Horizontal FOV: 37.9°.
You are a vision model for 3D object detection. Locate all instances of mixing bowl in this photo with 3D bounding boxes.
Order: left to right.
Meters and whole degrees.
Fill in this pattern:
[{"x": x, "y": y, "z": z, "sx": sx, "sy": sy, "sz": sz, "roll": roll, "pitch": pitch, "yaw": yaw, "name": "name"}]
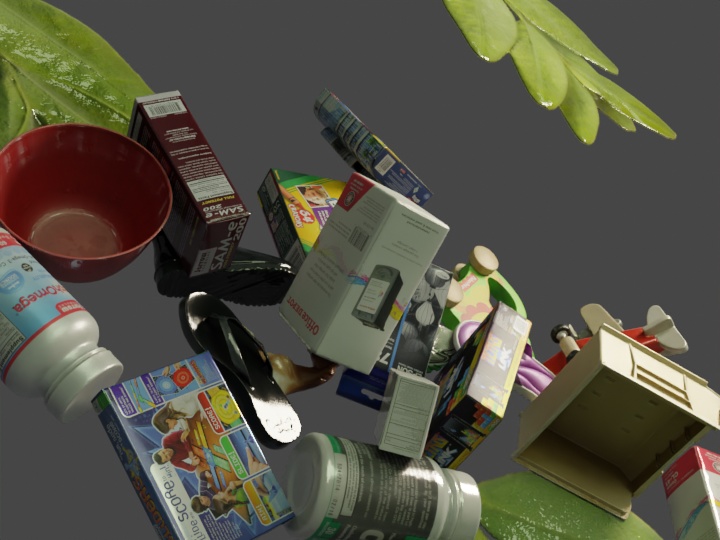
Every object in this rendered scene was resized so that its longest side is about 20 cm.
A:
[{"x": -0.323, "y": -0.060, "z": 1.200, "sx": 0.200, "sy": 0.108, "sz": 0.200, "roll": 11, "pitch": 50, "yaw": -13, "name": "mixing bowl"}]

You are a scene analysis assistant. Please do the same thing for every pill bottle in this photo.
[{"x": -0.340, "y": 0.057, "z": 1.069, "sx": 0.200, "sy": 0.109, "sz": 0.109, "roll": 42, "pitch": 36, "yaw": 10, "name": "pill bottle"}, {"x": 0.023, "y": 0.249, "z": 1.140, "sx": 0.200, "sy": 0.113, "sz": 0.113, "roll": 16, "pitch": 40, "yaw": -24, "name": "pill bottle"}]

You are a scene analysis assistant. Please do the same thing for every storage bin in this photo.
[{"x": 0.337, "y": 0.203, "z": 1.374, "sx": 0.198, "sy": 0.200, "sz": 0.094, "roll": 29, "pitch": 33, "yaw": -8, "name": "storage bin"}]

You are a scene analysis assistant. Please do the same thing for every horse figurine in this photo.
[{"x": -0.125, "y": 0.126, "z": 1.217, "sx": 0.132, "sy": 0.050, "sz": 0.200, "roll": 36, "pitch": 34, "yaw": 10, "name": "horse figurine"}]

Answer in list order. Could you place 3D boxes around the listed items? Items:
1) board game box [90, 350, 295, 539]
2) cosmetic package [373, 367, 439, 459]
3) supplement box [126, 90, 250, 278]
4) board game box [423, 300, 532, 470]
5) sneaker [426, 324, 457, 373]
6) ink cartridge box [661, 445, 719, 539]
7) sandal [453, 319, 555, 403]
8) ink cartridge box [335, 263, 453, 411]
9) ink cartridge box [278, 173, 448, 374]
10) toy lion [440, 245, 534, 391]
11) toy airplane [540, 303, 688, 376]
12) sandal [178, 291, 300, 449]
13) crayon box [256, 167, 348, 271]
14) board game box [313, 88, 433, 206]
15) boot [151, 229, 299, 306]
[{"x": -0.169, "y": 0.192, "z": 1.069, "sx": 0.135, "sy": 0.034, "sz": 0.200, "roll": -18, "pitch": 74, "yaw": -43, "name": "board game box"}, {"x": 0.050, "y": 0.159, "z": 1.192, "sx": 0.051, "sy": 0.083, "sz": 0.200, "roll": 17, "pitch": -3, "yaw": 0, "name": "cosmetic package"}, {"x": -0.211, "y": -0.104, "z": 1.251, "sx": 0.061, "sy": 0.109, "sz": 0.200, "roll": -16, "pitch": 62, "yaw": -31, "name": "supplement box"}, {"x": 0.128, "y": 0.154, "z": 1.289, "sx": 0.057, "sy": 0.165, "sz": 0.200, "roll": 35, "pitch": 35, "yaw": -3, "name": "board game box"}, {"x": 0.051, "y": 0.073, "z": 1.390, "sx": 0.200, "sy": 0.085, "sz": 0.078, "roll": 20, "pitch": 38, "yaw": -21, "name": "sneaker"}, {"x": 0.507, "y": 0.358, "z": 1.432, "sx": 0.147, "sy": 0.086, "sz": 0.200, "roll": 25, "pitch": 38, "yaw": -15, "name": "ink cartridge box"}, {"x": 0.213, "y": 0.121, "z": 1.436, "sx": 0.203, "sy": 0.050, "sz": 0.083, "roll": 31, "pitch": 46, "yaw": -23, "name": "sandal"}, {"x": 0.045, "y": 0.078, "z": 1.328, "sx": 0.099, "sy": 0.039, "sz": 0.200, "roll": 22, "pitch": 73, "yaw": -19, "name": "ink cartridge box"}, {"x": 0.000, "y": 0.000, "z": 1.253, "sx": 0.086, "sy": 0.200, "sz": 0.148, "roll": 24, "pitch": 9, "yaw": -27, "name": "ink cartridge box"}, {"x": 0.183, "y": 0.079, "z": 1.517, "sx": 0.192, "sy": 0.069, "sz": 0.200, "roll": 47, "pitch": 38, "yaw": 4, "name": "toy lion"}, {"x": 0.380, "y": 0.136, "z": 1.539, "sx": 0.199, "sy": 0.141, "sz": 0.200, "roll": 15, "pitch": 41, "yaw": 29, "name": "toy airplane"}, {"x": -0.125, "y": 0.101, "z": 1.156, "sx": 0.200, "sy": 0.043, "sz": 0.076, "roll": 53, "pitch": 34, "yaw": 9, "name": "sandal"}, {"x": -0.036, "y": -0.047, "z": 1.479, "sx": 0.172, "sy": 0.058, "sz": 0.200, "roll": 7, "pitch": 44, "yaw": -34, "name": "crayon box"}, {"x": -0.003, "y": -0.191, "z": 1.616, "sx": 0.200, "sy": 0.062, "sz": 0.200, "roll": 47, "pitch": 6, "yaw": 29, "name": "board game box"}, {"x": -0.180, "y": -0.043, "z": 1.341, "sx": 0.200, "sy": 0.076, "sz": 0.168, "roll": 4, "pitch": 49, "yaw": -28, "name": "boot"}]
